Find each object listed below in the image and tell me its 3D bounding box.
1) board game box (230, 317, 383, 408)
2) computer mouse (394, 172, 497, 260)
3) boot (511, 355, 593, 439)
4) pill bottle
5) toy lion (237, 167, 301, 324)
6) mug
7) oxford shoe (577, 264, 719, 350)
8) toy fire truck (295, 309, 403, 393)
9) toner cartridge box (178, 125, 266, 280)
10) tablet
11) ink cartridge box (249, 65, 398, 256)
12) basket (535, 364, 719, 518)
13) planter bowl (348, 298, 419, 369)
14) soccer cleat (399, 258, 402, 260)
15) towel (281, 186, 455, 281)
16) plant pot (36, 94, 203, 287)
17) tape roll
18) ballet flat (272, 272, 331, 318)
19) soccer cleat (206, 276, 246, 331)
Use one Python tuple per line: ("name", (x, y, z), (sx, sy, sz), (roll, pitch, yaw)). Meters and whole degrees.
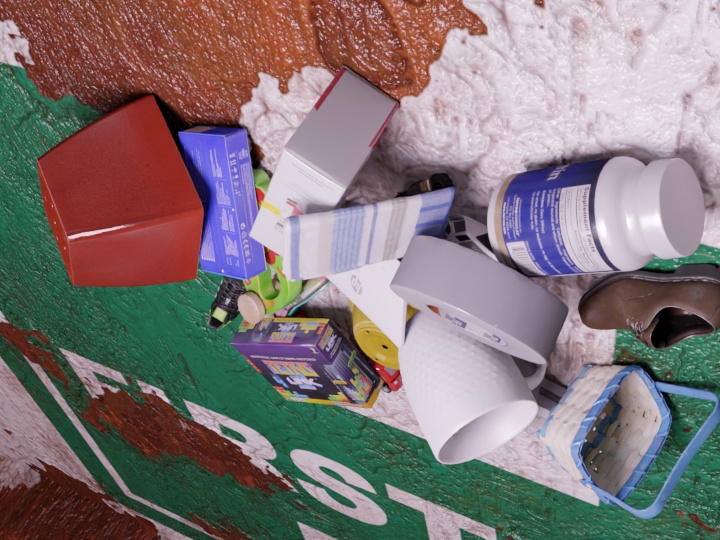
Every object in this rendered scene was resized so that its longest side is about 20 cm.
("board game box", (-0.086, 0.146, 1.482), (0.198, 0.057, 0.166), (-3, 140, 43))
("computer mouse", (0.134, -0.041, 1.144), (0.200, 0.044, 0.109), (42, 150, -10))
("boot", (0.233, 0.188, 1.339), (0.199, 0.074, 0.096), (33, 142, -1))
("pill bottle", (0.239, -0.054, 0.960), (0.198, 0.116, 0.116), (-4, 133, 45))
("toy lion", (-0.144, -0.042, 1.332), (0.191, 0.068, 0.202), (-28, 92, 52))
("mug", (0.150, 0.129, 1.225), (0.148, 0.198, 0.177), (93, 154, -56))
("oxford shoe", (0.322, 0.048, 1.059), (0.073, 0.085, 0.199), (44, 149, -21))
("toy fire truck", (-0.031, 0.131, 1.522), (0.198, 0.049, 0.142), (2, 138, 41))
("toner cartridge box", (-0.188, -0.093, 1.278), (0.094, 0.043, 0.203), (12, 117, 39))
("tablet", (0.000, 0.000, 1.236), (0.200, 0.014, 0.131), (43, 142, 41))
("ink cartridge box", (-0.047, -0.117, 1.104), (0.083, 0.146, 0.200), (31, 149, -3))
("basket", (0.340, 0.208, 1.184), (0.139, 0.177, 0.199), (48, 164, -23))
("planter bowl", (0.051, 0.084, 1.352), (0.198, 0.084, 0.201), (24, 148, 16))
("soccer cleat", (0.103, 0.005, 1.193), (0.199, 0.077, 0.067), (31, 132, -2))
("towel", (0.005, -0.042, 1.074), (0.197, 0.024, 0.147), (-12, 156, -9))
("plant pot", (-0.339, -0.089, 1.295), (0.201, 0.174, 0.201), (62, 155, 21))
("tape roll", (0.134, 0.034, 1.063), (0.198, 0.067, 0.200), (26, 173, 3))
("ballet flat", (-0.104, 0.026, 1.436), (0.071, 0.069, 0.200), (46, 150, -1))
("soccer cleat", (-0.207, 0.041, 1.527), (0.067, 0.081, 0.200), (33, 149, -2))
